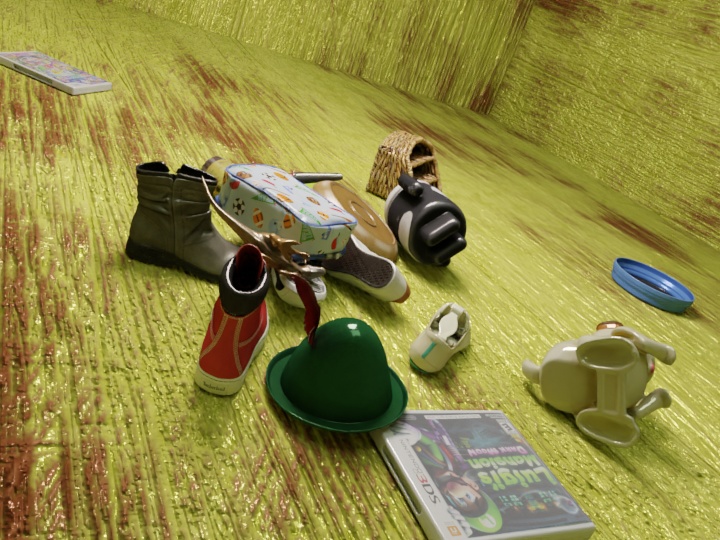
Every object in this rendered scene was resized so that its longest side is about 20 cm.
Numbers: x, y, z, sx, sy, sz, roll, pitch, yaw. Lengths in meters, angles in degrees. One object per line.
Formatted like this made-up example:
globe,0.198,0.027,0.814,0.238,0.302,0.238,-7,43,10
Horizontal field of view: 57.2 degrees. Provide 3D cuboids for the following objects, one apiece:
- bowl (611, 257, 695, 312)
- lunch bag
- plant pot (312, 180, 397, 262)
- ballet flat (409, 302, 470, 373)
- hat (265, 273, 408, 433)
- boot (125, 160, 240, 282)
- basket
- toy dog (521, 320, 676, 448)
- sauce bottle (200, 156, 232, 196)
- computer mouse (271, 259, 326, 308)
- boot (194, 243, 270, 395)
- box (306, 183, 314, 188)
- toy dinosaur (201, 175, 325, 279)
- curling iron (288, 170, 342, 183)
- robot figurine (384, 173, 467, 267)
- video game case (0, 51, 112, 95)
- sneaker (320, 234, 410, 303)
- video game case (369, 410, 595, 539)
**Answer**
bowl,0.695,0.035,1.580,0.196,0.040,0.202,18,23,-8
lunch bag,-0.104,-0.084,0.972,0.199,0.077,0.159,36,22,25
plant pot,-0.002,-0.093,1.172,0.199,0.028,0.201,40,18,-15
ballet flat,0.125,0.083,0.936,0.068,0.071,0.200,26,23,12
hat,-0.012,0.054,0.700,0.161,0.180,0.201,5,22,-12
boot,-0.209,-0.064,0.879,0.196,0.133,0.068,13,23,-19
basket,0.126,-0.236,1.542,0.147,0.145,0.199,27,23,17
toy dog,0.346,0.148,0.936,0.191,0.143,0.198,-9,1,41
sauce bottle,-0.197,-0.125,1.112,0.064,0.066,0.199,-5,33,-46
computer mouse,-0.097,0.007,0.940,0.108,0.045,0.201,22,17,-18
boot,-0.128,0.024,0.742,0.071,0.147,0.201,15,22,-7
box,-0.091,-0.109,1.193,0.119,0.049,0.201,16,23,-11
toy dinosaur,-0.128,-0.032,0.829,0.199,0.061,0.106,39,-6,-22
curling iron,-0.129,-0.171,1.202,0.195,0.026,0.050,-3,28,-4
robot figurine,0.121,-0.090,1.218,0.122,0.153,0.200,5,23,-23
video game case,-0.668,-0.433,1.440,0.196,0.018,0.143,24,22,4
sneaker,0.000,0.000,1.036,0.199,0.073,0.085,35,-5,44
video game case,0.123,0.214,0.699,0.196,0.024,0.182,8,27,-30
